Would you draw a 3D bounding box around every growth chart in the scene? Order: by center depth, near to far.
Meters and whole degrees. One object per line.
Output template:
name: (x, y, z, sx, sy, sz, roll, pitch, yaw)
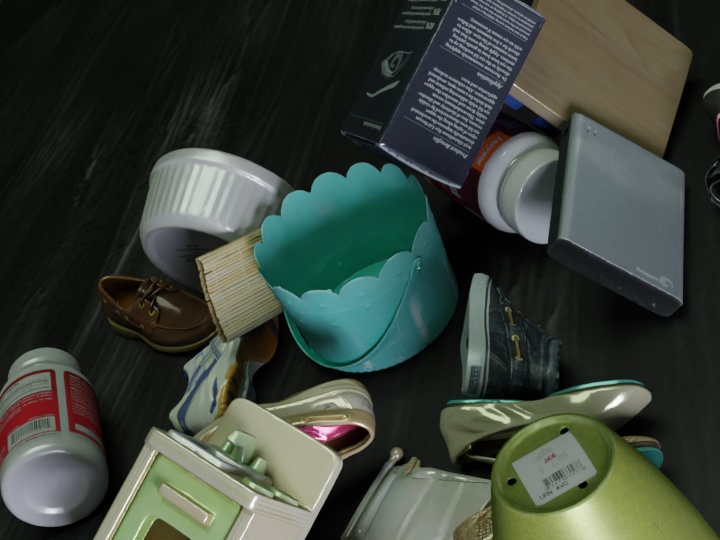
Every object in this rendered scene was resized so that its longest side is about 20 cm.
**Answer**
growth chart: (0.066, 0.232, 1.190, 0.199, 0.018, 0.145, 10, 51, 42)

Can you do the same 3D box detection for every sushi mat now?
sushi mat: (-0.097, 0.000, 1.465, 0.012, 0.096, 0.200, -7, 15, 41)

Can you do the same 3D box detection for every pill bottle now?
pill bottle: (-0.339, 0.175, 1.463, 0.112, 0.113, 0.200, -28, 35, 2)
pill bottle: (0.155, -0.109, 1.466, 0.114, 0.114, 0.200, -36, 35, -10)

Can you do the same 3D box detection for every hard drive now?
hard drive: (0.256, -0.057, 1.326, 0.033, 0.139, 0.201, -53, 15, 42)

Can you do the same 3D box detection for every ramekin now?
ramekin: (-0.163, -0.045, 1.551, 0.201, 0.202, 0.095, -1, 56, 34)

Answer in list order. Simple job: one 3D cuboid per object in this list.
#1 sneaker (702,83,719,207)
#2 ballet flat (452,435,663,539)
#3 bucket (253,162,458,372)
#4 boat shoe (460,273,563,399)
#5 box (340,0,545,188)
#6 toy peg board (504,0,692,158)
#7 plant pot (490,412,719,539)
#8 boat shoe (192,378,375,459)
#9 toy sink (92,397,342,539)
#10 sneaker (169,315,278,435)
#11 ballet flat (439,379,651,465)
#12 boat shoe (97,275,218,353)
sneaker: (0.380, -0.123, 1.363, 0.099, 0.071, 0.200, -27, 39, -5)
ballet flat: (0.160, 0.187, 1.124, 0.199, 0.071, 0.065, -29, 37, -15)
bucket: (0.000, 0.000, 1.417, 0.206, 0.135, 0.208, -18, 37, 14)
boat shoe: (0.146, 0.069, 1.305, 0.090, 0.071, 0.200, 8, 26, 1)
box: (0.082, -0.202, 1.401, 0.201, 0.104, 0.148, -63, 20, 4)
toy peg board: (0.244, -0.205, 1.485, 0.098, 0.199, 0.200, -36, 26, 55)
plant pot: (0.175, 0.205, 0.988, 0.186, 0.200, 0.188, -18, 36, 14)
boat shoe: (-0.079, 0.165, 1.232, 0.199, 0.074, 0.069, -25, 32, 1)
toy sink: (-0.128, 0.209, 1.138, 0.130, 0.112, 0.201, 27, 85, 30)
sneaker: (-0.152, 0.094, 1.465, 0.088, 0.075, 0.201, -9, 39, 27)
ballet flat: (0.165, 0.144, 1.201, 0.199, 0.070, 0.070, -11, 39, 28)
boat shoe: (-0.244, 0.047, 1.594, 0.199, 0.068, 0.072, 10, 50, 42)
